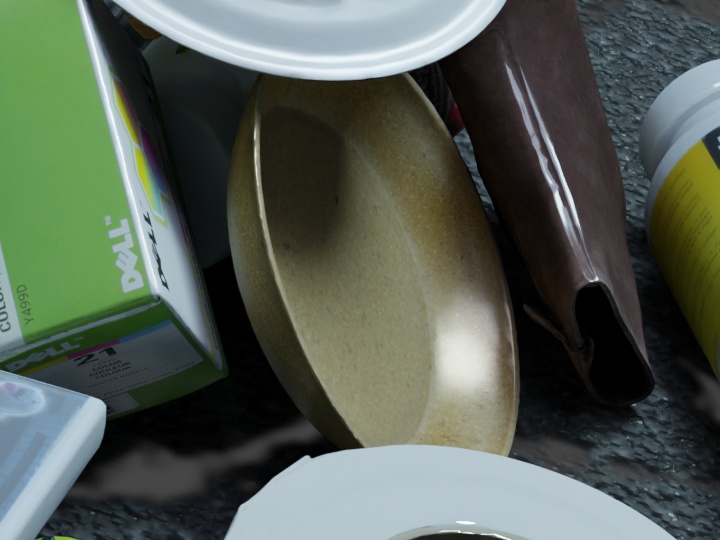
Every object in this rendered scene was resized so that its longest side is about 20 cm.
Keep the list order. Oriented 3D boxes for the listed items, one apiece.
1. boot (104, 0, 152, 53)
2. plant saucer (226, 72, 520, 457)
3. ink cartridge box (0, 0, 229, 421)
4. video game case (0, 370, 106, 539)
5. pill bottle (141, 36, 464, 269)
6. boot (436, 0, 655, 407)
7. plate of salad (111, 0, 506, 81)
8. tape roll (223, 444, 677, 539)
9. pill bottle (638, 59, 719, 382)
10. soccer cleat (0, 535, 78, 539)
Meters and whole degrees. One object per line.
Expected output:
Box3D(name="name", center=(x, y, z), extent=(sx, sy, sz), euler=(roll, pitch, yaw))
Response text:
Box3D(name="boot", center=(-0.136, -0.155, 1.241), extent=(0.070, 0.132, 0.200), euler=(37, 18, 25))
Box3D(name="plant saucer", center=(0.000, 0.000, 1.113), extent=(0.035, 0.200, 0.200), euler=(-19, 21, 26))
Box3D(name="ink cartridge box", center=(-0.122, -0.042, 1.021), extent=(0.076, 0.200, 0.148), euler=(-18, 69, 5))
Box3D(name="video game case", center=(-0.199, 0.070, 0.905), extent=(0.181, 0.023, 0.200), euler=(16, 28, 8))
Box3D(name="pill bottle", center=(-0.035, -0.072, 1.226), extent=(0.111, 0.111, 0.200), euler=(29, 35, 19))
Box3D(name="boot", center=(0.080, -0.057, 1.175), extent=(0.072, 0.200, 0.167), euler=(-20, 48, 3))
Box3D(name="plate of salad", center=(-0.034, -0.145, 1.098), extent=(0.200, 0.048, 0.200), euler=(9, 50, -11))
Box3D(name="tape roll", center=(0.038, 0.148, 0.967), extent=(0.202, 0.071, 0.203), euler=(11, 34, -8))
Box3D(name="pill bottle", center=(0.191, -0.008, 1.230), extent=(0.112, 0.112, 0.200), euler=(3, 35, -19))
Box3D(name="soccer cleat", center=(-0.130, 0.158, 0.772), extent=(0.067, 0.081, 0.200), euler=(6, 43, 48))
